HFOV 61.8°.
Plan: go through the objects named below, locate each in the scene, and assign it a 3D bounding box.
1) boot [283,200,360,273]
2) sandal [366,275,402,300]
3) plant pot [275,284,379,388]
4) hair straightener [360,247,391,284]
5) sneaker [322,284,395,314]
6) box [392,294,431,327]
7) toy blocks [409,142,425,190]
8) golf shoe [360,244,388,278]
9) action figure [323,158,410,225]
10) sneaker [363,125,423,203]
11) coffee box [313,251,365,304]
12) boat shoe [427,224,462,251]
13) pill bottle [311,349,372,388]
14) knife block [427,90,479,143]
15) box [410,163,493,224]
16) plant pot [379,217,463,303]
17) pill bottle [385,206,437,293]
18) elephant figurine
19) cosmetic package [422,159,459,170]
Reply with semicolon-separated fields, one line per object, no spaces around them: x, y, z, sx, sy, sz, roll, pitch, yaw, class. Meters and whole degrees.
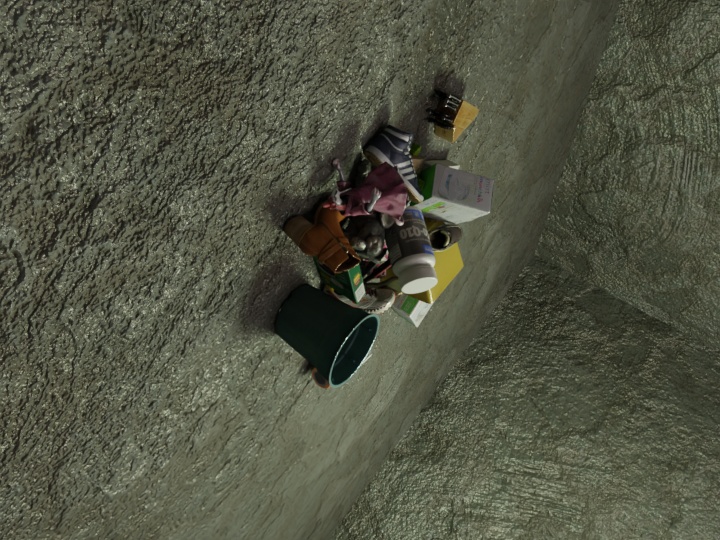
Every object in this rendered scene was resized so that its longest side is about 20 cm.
-0.052;-0.075;1.308;0.199;0.155;0.077;-25;149;-54;boot
0.076;0.065;1.732;0.080;0.198;0.058;57;25;-52;sandal
-0.088;0.145;1.456;0.200;0.195;0.201;-45;153;-31;plant pot
0.000;0.000;1.606;0.199;0.077;0.041;-36;-157;27;hair straightener
-0.004;0.066;1.579;0.078;0.197;0.083;-105;-163;-55;sneaker
0.201;0.073;2.108;0.201;0.096;0.177;-56;159;-7;box
0.082;-0.223;1.532;0.136;0.100;0.202;-10;127;-47;toy blocks
0.038;-0.061;1.662;0.201;0.072;0.093;78;22;-61;golf shoe
0.003;-0.165;1.339;0.198;0.135;0.150;-21;146;-22;action figure
0.106;-0.258;1.443;0.200;0.070;0.109;41;78;-30;sneaker
-0.053;-0.006;1.446;0.044;0.122;0.201;-49;154;-19;coffee box
0.222;-0.085;1.667;0.199;0.064;0.074;-21;101;-37;boat shoe
-0.058;0.267;1.792;0.200;0.106;0.107;-38;149;-43;pill bottle
0.256;-0.449;1.640;0.200;0.064;0.176;-49;156;-26;knife block
0.231;-0.198;1.618;0.200;0.174;0.098;165;-65;-71;box
0.169;-0.061;1.785;0.194;0.194;0.202;-45;137;-32;plant pot
0.126;-0.051;1.528;0.112;0.202;0.114;-11;157;-5;pill bottle
0.025;-0.140;1.462;0.155;0.140;0.202;152;-44;-78;elephant figurine
0.227;-0.284;1.798;0.199;0.050;0.083;-18;137;-59;cosmetic package
